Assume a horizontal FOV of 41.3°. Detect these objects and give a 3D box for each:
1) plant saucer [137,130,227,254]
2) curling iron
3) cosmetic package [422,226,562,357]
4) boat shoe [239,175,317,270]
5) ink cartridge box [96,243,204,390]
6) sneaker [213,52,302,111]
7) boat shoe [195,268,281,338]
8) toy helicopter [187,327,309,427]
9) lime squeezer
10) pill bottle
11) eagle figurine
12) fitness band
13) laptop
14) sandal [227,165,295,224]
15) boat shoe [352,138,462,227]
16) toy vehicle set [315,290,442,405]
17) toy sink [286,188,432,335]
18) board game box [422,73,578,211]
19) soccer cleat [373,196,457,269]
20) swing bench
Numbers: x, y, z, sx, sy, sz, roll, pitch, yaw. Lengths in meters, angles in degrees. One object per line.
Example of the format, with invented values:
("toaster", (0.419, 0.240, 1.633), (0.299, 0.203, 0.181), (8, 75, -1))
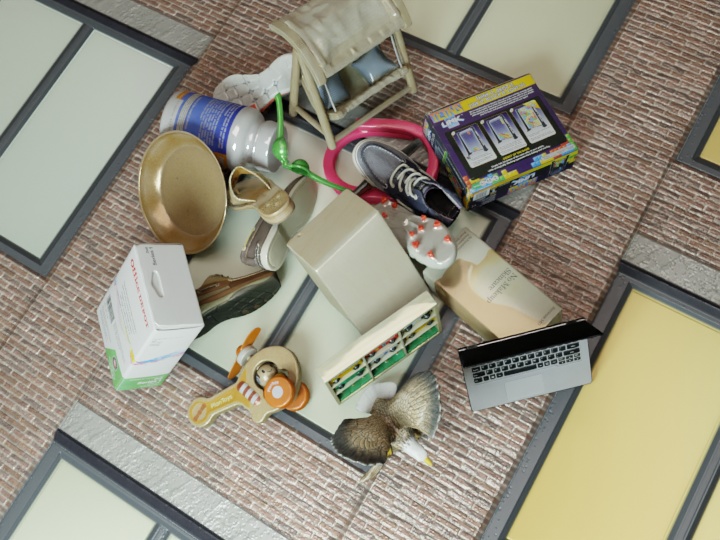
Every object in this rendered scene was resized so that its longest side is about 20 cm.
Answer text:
("plant saucer", (-0.285, -0.129, 1.577), (0.197, 0.035, 0.204), (8, 104, 32))
("curling iron", (0.029, -0.141, 1.546), (0.050, 0.026, 0.200), (43, 78, -2))
("cosmetic package", (0.200, 0.041, 1.450), (0.199, 0.071, 0.105), (41, 80, 22))
("boat shoe", (-0.130, -0.083, 1.545), (0.059, 0.072, 0.202), (4, 50, 27))
("ink cartridge box", (-0.324, 0.071, 1.458), (0.083, 0.200, 0.147), (-2, 60, -35))
("sneaker", (-0.163, -0.315, 1.664), (0.197, 0.082, 0.078), (-16, 94, 24))
("boat shoe", (-0.226, 0.040, 1.524), (0.197, 0.076, 0.075), (-25, 63, -2))
("toy helicopter", (-0.182, 0.177, 1.465), (0.198, 0.079, 0.134), (-27, 72, 12))
("lime squeezer", (-0.099, -0.186, 1.547), (0.070, 0.038, 0.201), (-38, 91, -35))
("pill bottle", (-0.227, -0.228, 1.609), (0.197, 0.112, 0.114), (17, 72, 16))
("eagle figurine", (0.047, 0.218, 1.336), (0.148, 0.200, 0.154), (9, 70, 14))
("fitness band", (0.035, -0.179, 1.588), (0.196, 0.037, 0.146), (6, 72, 13))
("laptop", (0.236, 0.143, 1.318), (0.184, 0.202, 0.117), (-13, 38, 4))
("sandal", (-0.176, -0.137, 1.530), (0.078, 0.070, 0.211), (-43, 33, -13))
("boat shoe", (0.077, -0.140, 1.491), (0.199, 0.093, 0.075), (35, 85, -7))
("toy vehicle set", (0.031, 0.117, 1.421), (0.199, 0.125, 0.027), (-35, 67, -5))
("toy sink", (0.000, 0.000, 1.467), (0.130, 0.201, 0.112), (-42, 38, -7))
("board game box", (0.222, -0.208, 1.537), (0.197, 0.057, 0.167), (-22, 65, -11))
("soccer cleat", (0.086, -0.048, 1.470), (0.069, 0.078, 0.199), (-40, 43, -13))
("swing bench", (-0.022, -0.345, 1.544), (0.198, 0.201, 0.129), (-37, 58, -20))
